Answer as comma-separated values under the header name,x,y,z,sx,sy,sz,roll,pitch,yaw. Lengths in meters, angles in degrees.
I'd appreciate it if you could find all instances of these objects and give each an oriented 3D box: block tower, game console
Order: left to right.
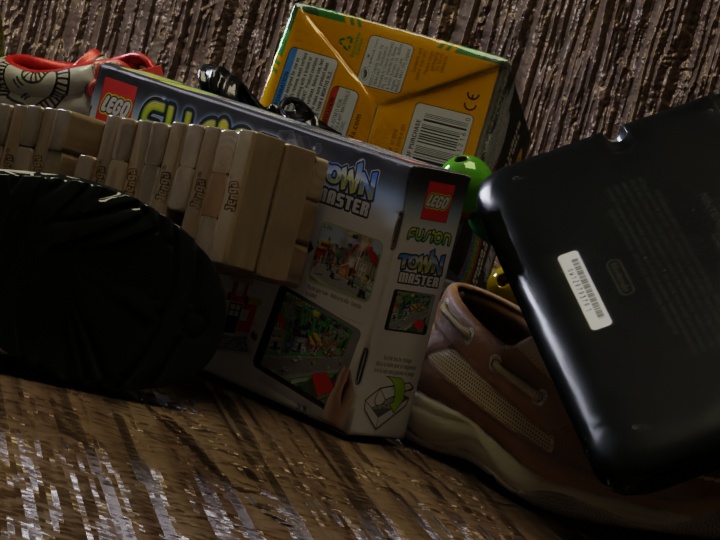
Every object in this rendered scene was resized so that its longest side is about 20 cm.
name,x,y,z,sx,sy,sz,roll,pitch,yaw
block tower,-0.098,-0.033,1.110,0.199,0.058,0.054,11,-4,45
game console,0.157,0.031,1.032,0.175,0.117,0.200,-19,35,-2

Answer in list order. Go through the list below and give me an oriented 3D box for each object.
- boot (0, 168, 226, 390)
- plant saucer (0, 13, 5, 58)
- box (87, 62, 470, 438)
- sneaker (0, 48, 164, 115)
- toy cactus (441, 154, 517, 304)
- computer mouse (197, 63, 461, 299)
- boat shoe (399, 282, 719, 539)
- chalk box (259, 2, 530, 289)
name,x,y,z,sx,sy,sz,roll,pitch,yaw
boot,-0.161,-0.011,1.055,0.197,0.074,0.162,15,-1,-18
plant saucer,-0.265,-0.119,1.294,0.199,0.201,0.031,17,31,15
box,-0.048,-0.011,1.123,0.035,0.111,0.199,9,9,-46
sneaker,-0.090,-0.038,1.248,0.200,0.109,0.067,16,12,15
toy cactus,0.094,0.006,1.316,0.199,0.103,0.165,30,14,-26
computer mouse,0.000,0.000,1.204,0.200,0.053,0.138,49,11,25
boat shoe,0.084,0.052,1.043,0.075,0.072,0.199,10,8,-43
chalk box,0.016,-0.046,1.474,0.123,0.126,0.200,16,-11,11
